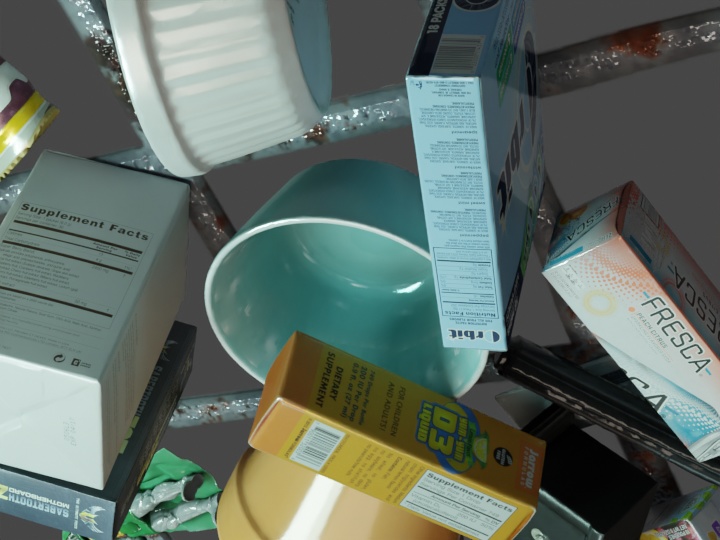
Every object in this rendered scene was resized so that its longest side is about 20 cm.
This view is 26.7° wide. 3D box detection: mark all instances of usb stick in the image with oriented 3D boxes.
[{"bbox_3d":[0.191,0.102,1.120,0.198,0.055,0.033,26,104,0],"label":"usb stick"}]

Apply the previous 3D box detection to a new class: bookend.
[{"bbox_3d":[0.185,0.240,1.155,0.199,0.092,0.200,35,136,27],"label":"bookend"}]

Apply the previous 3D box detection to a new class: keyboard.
[{"bbox_3d":[0.196,0.085,1.146,0.199,0.011,0.056,-23,116,34],"label":"keyboard"}]

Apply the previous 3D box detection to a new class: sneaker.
[{"bbox_3d":[-0.304,-0.089,1.112,0.090,0.075,0.199,44,124,-13],"label":"sneaker"}]

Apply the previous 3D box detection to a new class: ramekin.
[{"bbox_3d":[-0.077,-0.160,0.879,0.093,0.204,0.204,-7,131,8],"label":"ramekin"}]

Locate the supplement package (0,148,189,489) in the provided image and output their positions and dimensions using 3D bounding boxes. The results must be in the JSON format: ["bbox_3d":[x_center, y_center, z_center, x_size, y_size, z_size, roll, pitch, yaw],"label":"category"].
[{"bbox_3d":[-0.208,0.031,1.093,0.118,0.201,0.122,13,135,5],"label":"supplement package"}]

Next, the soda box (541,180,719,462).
[{"bbox_3d":[0.211,0.038,1.048,0.068,0.064,0.200,-26,116,35],"label":"soda box"}]

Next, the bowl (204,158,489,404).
[{"bbox_3d":[0.000,0.000,1.056,0.198,0.106,0.202,9,139,8],"label":"bowl"}]

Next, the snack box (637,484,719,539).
[{"bbox_3d":[0.278,0.281,1.200,0.201,0.053,0.142,56,143,0],"label":"snack box"}]

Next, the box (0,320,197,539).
[{"bbox_3d":[-0.228,0.101,1.167,0.156,0.201,0.051,15,131,3],"label":"box"}]

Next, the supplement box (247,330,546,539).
[{"bbox_3d":[0.027,0.118,1.049,0.198,0.067,0.069,25,136,-11],"label":"supplement box"}]

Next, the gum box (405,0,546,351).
[{"bbox_3d":[0.075,-0.083,0.912,0.044,0.171,0.202,3,133,14],"label":"gum box"}]

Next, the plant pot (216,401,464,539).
[{"bbox_3d":[0.003,0.163,1.167,0.198,0.201,0.141,22,120,-3],"label":"plant pot"}]

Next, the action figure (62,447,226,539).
[{"bbox_3d":[-0.205,0.223,1.382,0.199,0.055,0.118,-21,125,38],"label":"action figure"}]
